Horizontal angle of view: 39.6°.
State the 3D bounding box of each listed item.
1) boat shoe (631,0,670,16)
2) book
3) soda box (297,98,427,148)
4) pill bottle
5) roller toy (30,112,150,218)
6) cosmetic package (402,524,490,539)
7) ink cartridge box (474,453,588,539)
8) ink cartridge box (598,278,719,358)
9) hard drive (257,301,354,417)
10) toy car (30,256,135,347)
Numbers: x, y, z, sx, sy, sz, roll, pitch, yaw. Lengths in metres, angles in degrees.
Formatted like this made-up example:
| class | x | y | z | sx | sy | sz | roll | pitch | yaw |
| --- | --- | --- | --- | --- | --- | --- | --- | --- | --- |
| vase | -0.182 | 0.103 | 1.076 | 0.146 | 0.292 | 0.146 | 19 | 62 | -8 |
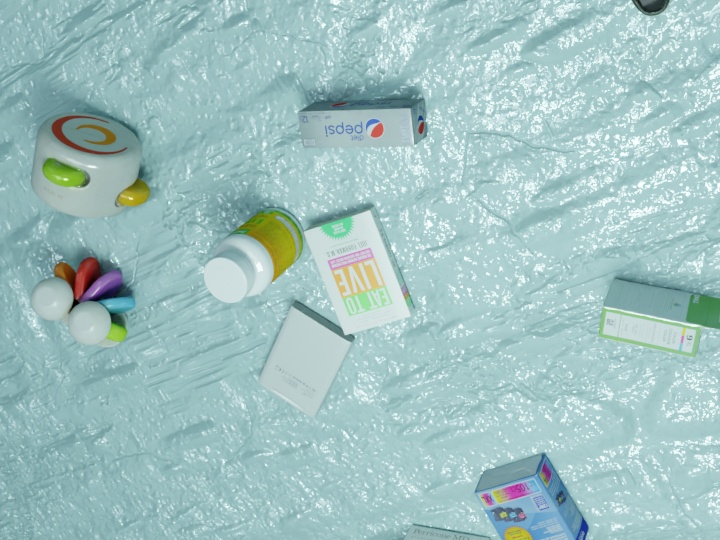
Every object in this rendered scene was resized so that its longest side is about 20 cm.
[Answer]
| class | x | y | z | sx | sy | sz | roll | pitch | yaw |
| --- | --- | --- | --- | --- | --- | --- | --- | --- | --- |
| boat shoe | 0.371 | -0.437 | 1.347 | 0.072 | 0.068 | 0.201 | -10 | 110 | 26 |
| book | 0.000 | 0.000 | 1.740 | 0.133 | 0.048 | 0.201 | -16 | 104 | 26 |
| soda box | 0.004 | -0.236 | 1.608 | 0.199 | 0.068 | 0.064 | 2 | 113 | 23 |
| pill bottle | -0.184 | -0.023 | 1.715 | 0.111 | 0.200 | 0.112 | 10 | 117 | 20 |
| roller toy | -0.490 | -0.184 | 1.793 | 0.183 | 0.199 | 0.140 | 50 | 132 | 39 |
| cosmetic package | 0.142 | 0.613 | 1.867 | 0.167 | 0.200 | 0.167 | 3 | 115 | 23 |
| ink cartridge box | 0.313 | 0.442 | 1.784 | 0.136 | 0.076 | 0.200 | -25 | 103 | 32 |
| ink cartridge box | 0.472 | 0.076 | 1.520 | 0.199 | 0.104 | 0.060 | 11 | 118 | 19 |
| hard drive | -0.104 | 0.170 | 1.874 | 0.132 | 0.026 | 0.200 | 31 | 122 | 8 |
| toy car | -0.528 | 0.056 | 1.955 | 0.200 | 0.175 | 0.150 | 32 | 86 | 8 |
